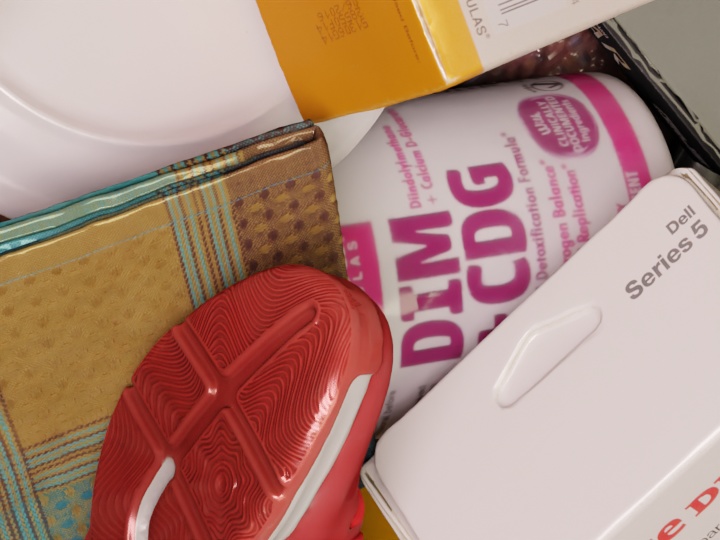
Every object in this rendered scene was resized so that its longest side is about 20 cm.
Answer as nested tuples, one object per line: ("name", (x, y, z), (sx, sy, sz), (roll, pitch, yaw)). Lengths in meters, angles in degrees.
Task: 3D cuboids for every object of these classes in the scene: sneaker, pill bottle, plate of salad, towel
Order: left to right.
("towel", (-0.094, 0.044, 0.746), (0.199, 0.022, 0.147), (-20, 131, -13))
("plate of salad", (-0.073, -0.109, 0.778), (0.199, 0.048, 0.202), (0, 90, -20))
("sneaker", (-0.020, 0.080, 0.760), (0.115, 0.079, 0.200), (5, 133, -39))
("pill bottle", (0.000, 0.000, 0.846), (0.199, 0.113, 0.114), (-9, 115, -18))

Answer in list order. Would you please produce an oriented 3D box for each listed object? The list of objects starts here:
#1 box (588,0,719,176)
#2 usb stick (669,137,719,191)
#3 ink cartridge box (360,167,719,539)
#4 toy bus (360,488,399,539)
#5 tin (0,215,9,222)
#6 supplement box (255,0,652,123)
("box", (0.148, -0.156, 0.857), (0.200, 0.044, 0.160), (-41, 107, 0))
("usb stick", (0.141, -0.046, 0.930), (0.055, 0.033, 0.201), (22, 103, -33))
("ink cartridge box", (0.118, 0.073, 0.829), (0.145, 0.084, 0.200), (-44, 142, 11))
("toy bus", (-0.063, 0.108, 0.851), (0.199, 0.065, 0.079), (0, 69, -27))
("tin", (-0.200, 0.028, 0.802), (0.199, 0.042, 0.113), (-29, 118, -23))
("supplement box", (0.075, -0.116, 0.739), (0.199, 0.126, 0.074), (-23, 96, -19))
